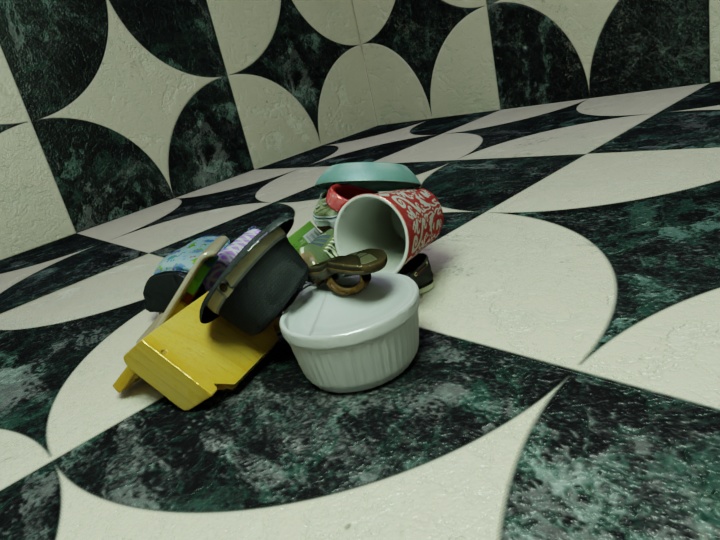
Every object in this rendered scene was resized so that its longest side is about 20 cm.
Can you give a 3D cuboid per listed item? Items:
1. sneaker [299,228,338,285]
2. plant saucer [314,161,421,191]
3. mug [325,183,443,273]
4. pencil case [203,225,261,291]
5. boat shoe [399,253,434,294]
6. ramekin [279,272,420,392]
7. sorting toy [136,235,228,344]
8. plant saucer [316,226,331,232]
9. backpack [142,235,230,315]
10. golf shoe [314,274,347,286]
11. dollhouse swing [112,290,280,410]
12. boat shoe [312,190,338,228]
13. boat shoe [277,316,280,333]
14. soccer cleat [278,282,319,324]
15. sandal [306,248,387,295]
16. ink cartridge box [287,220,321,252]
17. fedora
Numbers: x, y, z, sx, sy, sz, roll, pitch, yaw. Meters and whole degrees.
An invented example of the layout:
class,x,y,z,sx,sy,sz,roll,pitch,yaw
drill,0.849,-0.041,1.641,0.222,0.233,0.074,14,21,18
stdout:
class,x,y,z,sx,sy,sz,roll,pitch,yaw
sneaker,-0.053,-0.039,0.986,0.089,0.068,0.200,-33,10,6
plant saucer,0.013,-0.170,1.006,0.194,0.037,0.200,0,3,0
mug,0.049,-0.093,0.931,0.132,0.180,0.199,-29,-1,32
pencil case,-0.247,-0.019,1.146,0.084,0.086,0.201,-11,22,22
boat shoe,0.037,0.029,0.948,0.198,0.064,0.073,-24,24,-20
ramekin,-0.008,0.086,0.774,0.197,0.096,0.203,-12,20,4
sorting toy,-0.302,0.034,0.973,0.201,0.036,0.185,-52,12,5
plant saucer,0.000,-0.114,1.227,0.196,0.036,0.200,-20,1,0
backpack,-0.343,0.008,1.185,0.160,0.158,0.199,-2,7,28
golf shoe,0.000,0.000,1.029,0.197,0.080,0.094,-23,21,-26
dollhouse swing,-0.259,0.146,0.881,0.180,0.178,0.200,34,32,7
boat shoe,-0.051,-0.122,1.054,0.071,0.063,0.200,-21,13,-14
boat shoe,-0.202,0.066,1.016,0.071,0.062,0.199,-27,23,-31
soccer cleat,-0.092,0.050,0.945,0.083,0.071,0.200,-1,10,-2
sandal,-0.023,0.008,0.785,0.080,0.056,0.198,-20,4,-33
ink cartridge box,-0.166,0.008,1.150,0.200,0.076,0.148,-44,2,33
fedora,-0.140,0.022,0.805,0.201,0.091,0.201,-48,0,0
